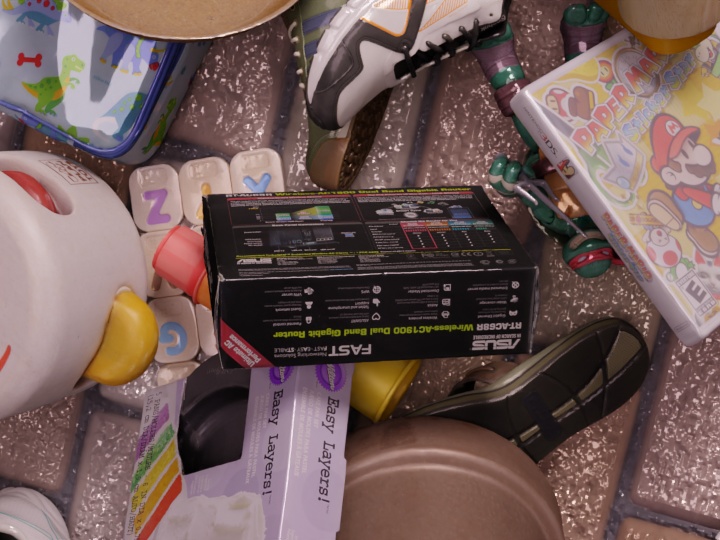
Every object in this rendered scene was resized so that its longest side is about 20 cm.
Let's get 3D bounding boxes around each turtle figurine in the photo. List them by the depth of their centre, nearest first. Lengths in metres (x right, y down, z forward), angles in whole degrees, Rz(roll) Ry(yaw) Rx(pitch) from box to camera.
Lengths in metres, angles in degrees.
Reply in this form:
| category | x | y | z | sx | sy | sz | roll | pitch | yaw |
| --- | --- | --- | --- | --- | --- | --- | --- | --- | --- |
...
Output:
| category | x | y | z | sx | sy | sz | roll | pitch | yaw |
| --- | --- | --- | --- | --- | --- | --- | --- | --- | --- |
| turtle figurine | 0.141 | -0.071 | 0.918 | 0.149 | 0.101 | 0.201 | -9 | 76 | -22 |

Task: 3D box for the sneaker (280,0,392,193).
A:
| category | x | y | z | sx | sy | sz | roll | pitch | yaw |
| --- | --- | --- | --- | --- | --- | --- | --- | --- | --- |
| sneaker | -0.018 | -0.161 | 0.970 | 0.090 | 0.067 | 0.201 | 20 | 93 | 14 |

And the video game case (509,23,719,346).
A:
| category | x | y | z | sx | sy | sz | roll | pitch | yaw |
| --- | --- | --- | --- | --- | --- | --- | --- | --- | --- |
| video game case | 0.213 | -0.074 | 0.876 | 0.182 | 0.200 | 0.023 | 54 | 146 | 5 |

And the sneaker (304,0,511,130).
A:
| category | x | y | z | sx | sy | sz | roll | pitch | yaw |
| --- | --- | --- | --- | --- | --- | --- | --- | --- | --- |
| sneaker | 0.045 | -0.162 | 0.887 | 0.080 | 0.074 | 0.200 | 42 | 89 | 11 |

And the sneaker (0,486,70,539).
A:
| category | x | y | z | sx | sy | sz | roll | pitch | yaw |
| --- | --- | --- | --- | --- | --- | --- | --- | --- | --- |
| sneaker | -0.213 | 0.242 | 1.020 | 0.200 | 0.080 | 0.071 | 37 | 97 | 6 |

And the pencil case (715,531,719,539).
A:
| category | x | y | z | sx | sy | sz | roll | pitch | yaw |
| --- | --- | --- | --- | --- | --- | --- | --- | --- | --- |
| pencil case | 0.201 | 0.250 | 0.929 | 0.200 | 0.084 | 0.086 | -37 | 79 | 12 |

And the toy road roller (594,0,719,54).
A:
| category | x | y | z | sx | sy | sz | roll | pitch | yaw |
| --- | --- | --- | --- | --- | --- | --- | --- | --- | --- |
| toy road roller | 0.191 | -0.248 | 0.867 | 0.146 | 0.123 | 0.200 | -28 | 50 | -6 |

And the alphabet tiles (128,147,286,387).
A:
| category | x | y | z | sx | sy | sz | roll | pitch | yaw |
| --- | --- | --- | --- | --- | --- | --- | --- | --- | --- |
| alphabet tiles | -0.103 | 0.014 | 1.019 | 0.199 | 0.015 | 0.197 | -7 | 91 | 12 |

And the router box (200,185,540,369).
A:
| category | x | y | z | sx | sy | sz | roll | pitch | yaw |
| --- | --- | --- | --- | --- | --- | --- | --- | --- | --- |
| router box | 0.000 | 0.000 | 0.894 | 0.199 | 0.150 | 0.062 | -2 | 114 | -8 |

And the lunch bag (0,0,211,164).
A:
| category | x | y | z | sx | sy | sz | roll | pitch | yaw |
| --- | --- | --- | --- | --- | --- | --- | --- | --- | --- |
| lunch bag | -0.213 | -0.182 | 1.000 | 0.199 | 0.082 | 0.161 | 28 | 93 | 8 |

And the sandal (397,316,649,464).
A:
| category | x | y | z | sx | sy | sz | roll | pitch | yaw |
| --- | --- | --- | --- | --- | --- | --- | --- | --- | --- |
| sandal | 0.104 | 0.094 | 0.959 | 0.200 | 0.057 | 0.080 | -26 | 114 | -2 |

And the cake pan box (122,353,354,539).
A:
| category | x | y | z | sx | sy | sz | roll | pitch | yaw |
| --- | --- | --- | --- | --- | --- | --- | --- | --- | --- |
| cake pan box | -0.086 | 0.152 | 0.912 | 0.184 | 0.052 | 0.201 | -18 | 56 | 44 |

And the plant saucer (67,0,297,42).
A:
| category | x | y | z | sx | sy | sz | roll | pitch | yaw |
| --- | --- | --- | --- | --- | --- | --- | --- | --- | --- |
| plant saucer | -0.122 | -0.222 | 0.938 | 0.199 | 0.035 | 0.201 | 3 | 58 | -5 |

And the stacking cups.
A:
| category | x | y | z | sx | sy | sz | roll | pitch | yaw |
| --- | --- | --- | --- | --- | --- | --- | --- | --- | --- |
| stacking cups | -0.053 | 0.030 | 0.977 | 0.200 | 0.060 | 0.061 | 34 | 99 | 12 |

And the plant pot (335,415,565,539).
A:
| category | x | y | z | sx | sy | sz | roll | pitch | yaw |
| --- | --- | --- | --- | --- | --- | --- | --- | --- | --- |
| plant pot | 0.042 | 0.219 | 0.883 | 0.199 | 0.175 | 0.201 | 0 | 114 | -1 |

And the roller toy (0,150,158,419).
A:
| category | x | y | z | sx | sy | sz | roll | pitch | yaw |
| --- | --- | --- | --- | --- | --- | --- | --- | --- | --- |
| roller toy | -0.248 | 0.007 | 0.981 | 0.199 | 0.140 | 0.183 | -14 | 91 | 26 |
